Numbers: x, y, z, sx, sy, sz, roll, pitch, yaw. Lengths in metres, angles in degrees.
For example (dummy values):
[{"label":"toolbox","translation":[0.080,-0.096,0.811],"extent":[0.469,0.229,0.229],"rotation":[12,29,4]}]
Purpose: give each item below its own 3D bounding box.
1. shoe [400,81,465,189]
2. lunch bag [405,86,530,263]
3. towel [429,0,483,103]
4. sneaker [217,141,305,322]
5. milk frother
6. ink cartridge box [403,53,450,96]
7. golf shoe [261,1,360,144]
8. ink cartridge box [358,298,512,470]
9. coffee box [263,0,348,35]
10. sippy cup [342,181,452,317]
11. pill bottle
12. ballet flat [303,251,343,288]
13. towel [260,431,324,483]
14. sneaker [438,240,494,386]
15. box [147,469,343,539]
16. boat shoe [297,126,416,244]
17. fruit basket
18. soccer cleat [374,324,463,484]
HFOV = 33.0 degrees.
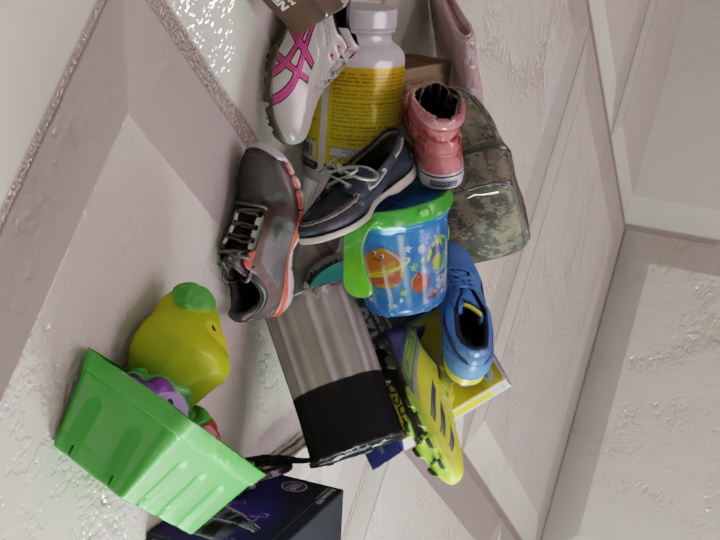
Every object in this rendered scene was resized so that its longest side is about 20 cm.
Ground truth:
[{"label":"shoe","translation":[0.084,-0.183,1.405],"extent":[0.201,0.071,0.091],"rotation":[-100,-171,-54]},{"label":"lunch bag","translation":[0.134,-0.121,1.564],"extent":[0.200,0.138,0.169],"rotation":[58,24,-59]},{"label":"towel","translation":[0.134,-0.298,1.686],"extent":[0.201,0.032,0.192],"rotation":[76,-1,-48]},{"label":"sneaker","translation":[-0.111,-0.033,1.287],"extent":[0.082,0.077,0.201],"rotation":[-27,123,-51]},{"label":"milk frother","translation":[-0.080,0.136,1.384],"extent":[0.199,0.180,0.189],"rotation":[-10,74,-38]},{"label":"ink cartridge box","translation":[0.047,-0.193,1.593],"extent":[0.200,0.075,0.166],"rotation":[-28,128,-64]},{"label":"golf shoe","translation":[-0.050,-0.232,1.311],"extent":[0.073,0.092,0.201],"rotation":[-10,111,-68]},{"label":"ink cartridge box","translation":[0.053,0.108,1.490],"extent":[0.198,0.199,0.047],"rotation":[62,6,29]},{"label":"coffee box","translation":[-0.040,-0.351,1.230],"extent":[0.113,0.080,0.201],"rotation":[45,51,-23]},{"label":"sippy cup","translation":[0.043,-0.022,1.382],"extent":[0.177,0.140,0.131],"rotation":[-16,109,-20]},{"label":"pill bottle","translation":[-0.007,-0.204,1.402],"extent":[0.112,0.112,0.201],"rotation":[-33,131,-61]},{"label":"ballet flat","translation":[0.000,0.000,1.565],"extent":[0.199,0.072,0.072],"rotation":[-16,120,-34]},{"label":"towel","translation":[-0.093,0.288,1.542],"extent":[0.200,0.034,0.133],"rotation":[-31,129,-62]},{"label":"sneaker","translation":[0.123,0.034,1.425],"extent":[0.079,0.065,0.201],"rotation":[104,-15,-51]},{"label":"box","translation":[-0.122,0.294,1.329],"extent":[0.200,0.140,0.079],"rotation":[-29,128,-63]},{"label":"boat shoe","translation":[-0.005,-0.092,1.302],"extent":[0.200,0.075,0.062],"rotation":[-39,123,-40]},{"label":"fruit basket","translation":[-0.169,0.120,1.141],"extent":[0.215,0.155,0.216],"rotation":[-41,148,-33]},{"label":"soccer cleat","translation":[0.082,0.148,1.399],"extent":[0.083,0.201,0.065],"rotation":[-14,151,-21]}]
